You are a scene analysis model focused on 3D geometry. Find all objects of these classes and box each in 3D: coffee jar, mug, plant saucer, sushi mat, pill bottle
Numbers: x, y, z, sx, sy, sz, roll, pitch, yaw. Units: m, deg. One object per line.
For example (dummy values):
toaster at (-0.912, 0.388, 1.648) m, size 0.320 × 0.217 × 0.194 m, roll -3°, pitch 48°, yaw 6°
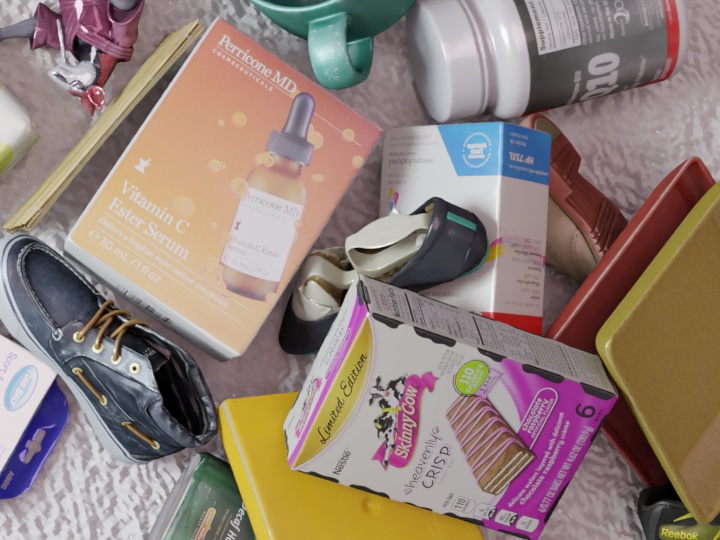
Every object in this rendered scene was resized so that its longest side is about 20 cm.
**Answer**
coffee jar at (-0.055, 0.221, 1.221) m, size 0.199 × 0.085 × 0.105 m, roll 27°, pitch 79°, yaw -9°
mug at (-0.026, -0.234, 1.249) m, size 0.152 × 0.114 × 0.186 m, roll 24°, pitch 88°, yaw 22°
plant saucer at (0.257, 0.053, 1.244) m, size 0.200 × 0.048 × 0.200 m, roll -48°, pitch 125°, yaw -24°
sushi mat at (-0.191, -0.104, 1.221) m, size 0.012 × 0.096 × 0.200 m, roll 42°, pitch 77°, yaw -17°
pill bottle at (0.144, -0.183, 1.294) m, size 0.199 × 0.114 × 0.114 m, roll -15°, pitch 87°, yaw -13°
plant saucer at (0.234, 0.042, 1.291) m, size 0.200 × 0.037 × 0.200 m, roll -52°, pitch 127°, yaw -13°

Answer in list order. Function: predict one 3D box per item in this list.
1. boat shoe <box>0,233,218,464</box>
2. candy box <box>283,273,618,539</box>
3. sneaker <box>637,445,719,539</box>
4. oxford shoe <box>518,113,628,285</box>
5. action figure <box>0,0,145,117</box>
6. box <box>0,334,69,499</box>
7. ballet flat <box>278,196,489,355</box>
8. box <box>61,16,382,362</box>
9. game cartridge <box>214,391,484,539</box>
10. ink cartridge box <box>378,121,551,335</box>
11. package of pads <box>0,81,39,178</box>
boat shoe at (-0.180, 0.049, 1.188) m, size 0.201 × 0.091 × 0.071 m, roll 55°, pitch 46°, yaw -17°
candy box at (0.063, 0.100, 1.174) m, size 0.199 × 0.061 × 0.137 m, roll 18°, pitch 113°, yaw -17°
sneaker at (0.303, 0.161, 1.301) m, size 0.200 × 0.074 × 0.085 m, roll -39°, pitch 113°, yaw -13°
oxford shoe at (0.164, -0.029, 1.316) m, size 0.200 × 0.074 × 0.071 m, roll 56°, pitch 32°, yaw -13°
action figure at (-0.205, -0.217, 1.247) m, size 0.149 × 0.133 × 0.201 m, roll -14°, pitch 102°, yaw -55°
box at (-0.313, 0.085, 1.203) m, size 0.199 × 0.041 × 0.119 m, roll 30°, pitch 79°, yaw -6°
ballet flat at (0.000, 0.000, 1.214) m, size 0.073 × 0.200 × 0.073 m, roll 35°, pitch 41°, yaw -38°
box at (-0.104, -0.057, 1.229) m, size 0.152 × 0.106 × 0.200 m, roll 33°, pitch 79°, yaw -7°
game cartridge at (0.001, 0.178, 1.200) m, size 0.176 × 0.032 × 0.201 m, roll -3°, pitch 59°, yaw -32°
ink cartridge box at (0.075, -0.007, 1.249) m, size 0.067 × 0.116 × 0.201 m, roll 7°, pitch 84°, yaw -50°
package of pads at (-0.351, -0.121, 1.202) m, size 0.155 × 0.068 × 0.200 m, roll -45°, pitch 95°, yaw -12°
